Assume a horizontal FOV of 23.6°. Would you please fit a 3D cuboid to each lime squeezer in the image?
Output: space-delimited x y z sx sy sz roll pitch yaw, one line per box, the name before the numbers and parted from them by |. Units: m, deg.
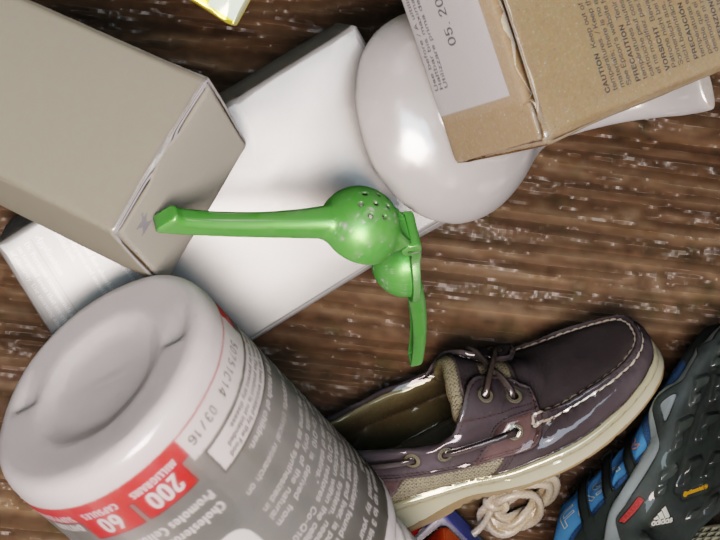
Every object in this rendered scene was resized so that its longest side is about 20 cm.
lime squeezer | 0.000 0.000 0.771 0.071 0.038 0.200 -43 142 14

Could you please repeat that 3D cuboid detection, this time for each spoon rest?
spoon rest | 0.078 -0.078 0.821 0.199 0.060 0.100 -10 86 -34

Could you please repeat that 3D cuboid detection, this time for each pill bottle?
pill bottle | -0.055 0.106 0.762 0.114 0.114 0.200 -40 124 1

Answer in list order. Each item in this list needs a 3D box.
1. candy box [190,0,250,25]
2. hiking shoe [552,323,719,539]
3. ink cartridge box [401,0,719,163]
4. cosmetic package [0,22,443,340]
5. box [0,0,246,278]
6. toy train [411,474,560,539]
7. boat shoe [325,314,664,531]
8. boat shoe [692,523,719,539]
candy box | -0.121 -0.211 0.822 0.199 0.026 0.103 30 91 -10
hiking shoe | 0.141 0.107 0.873 0.074 0.086 0.201 45 64 -28
ink cartridge box | 0.089 -0.167 0.755 0.164 0.075 0.202 -21 96 -29
cosmetic package | -0.063 -0.026 0.831 0.199 0.090 0.107 -30 102 -4
box | -0.157 -0.075 0.767 0.199 0.068 0.083 27 77 20
toy train | 0.049 0.159 0.856 0.200 0.116 0.085 -44 101 2
boat shoe | 0.055 0.071 0.861 0.199 0.072 0.065 -25 123 4
boat shoe | 0.136 0.206 0.898 0.200 0.075 0.062 -41 107 6
